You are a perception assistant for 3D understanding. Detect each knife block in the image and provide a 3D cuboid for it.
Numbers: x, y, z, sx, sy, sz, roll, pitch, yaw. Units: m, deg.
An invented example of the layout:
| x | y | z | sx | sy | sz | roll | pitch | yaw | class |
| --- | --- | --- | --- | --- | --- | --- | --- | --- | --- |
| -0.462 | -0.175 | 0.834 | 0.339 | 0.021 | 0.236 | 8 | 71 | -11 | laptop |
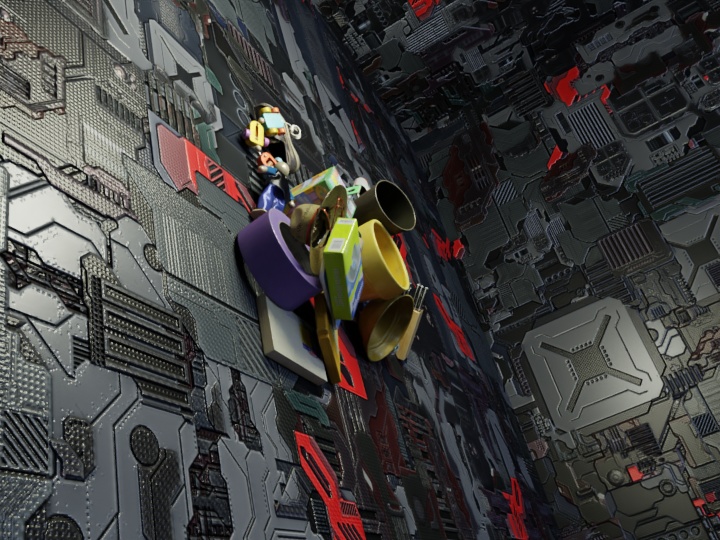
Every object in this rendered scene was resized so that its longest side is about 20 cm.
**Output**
| x | y | z | sx | sy | sz | roll | pitch | yaw | class |
| --- | --- | --- | --- | --- | --- | --- | --- | --- | --- |
| 0.154 | 0.144 | 1.998 | 0.202 | 0.174 | 0.064 | 65 | 17 | 3 | knife block |

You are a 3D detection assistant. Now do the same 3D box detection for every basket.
| x | y | z | sx | sy | sz | roll | pitch | yaw | class |
| --- | --- | --- | --- | --- | --- | --- | --- | --- | --- |
| 0.021 | -0.141 | 1.838 | 0.180 | 0.199 | 0.137 | 25 | 51 | -46 | basket |

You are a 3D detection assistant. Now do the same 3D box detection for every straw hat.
| x | y | z | sx | sy | sz | roll | pitch | yaw | class |
| --- | --- | --- | --- | --- | --- | --- | --- | --- | --- |
| -0.102 | -0.095 | 1.392 | 0.201 | 0.084 | 0.203 | 17 | 90 | -76 | straw hat |

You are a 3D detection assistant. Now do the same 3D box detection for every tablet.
| x | y | z | sx | sy | sz | roll | pitch | yaw | class |
| --- | --- | --- | --- | --- | --- | --- | --- | --- | --- |
| -0.055 | 0.022 | 1.431 | 0.201 | 0.013 | 0.131 | 79 | 20 | -51 | tablet |

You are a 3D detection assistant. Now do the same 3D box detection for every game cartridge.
| x | y | z | sx | sy | sz | roll | pitch | yaw | class |
| --- | --- | --- | --- | --- | --- | --- | --- | --- | --- |
| -0.073 | 0.119 | 1.480 | 0.177 | 0.032 | 0.201 | 78 | 1 | -45 | game cartridge |

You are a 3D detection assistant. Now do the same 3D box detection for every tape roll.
| x | y | z | sx | sy | sz | roll | pitch | yaw | class |
| --- | --- | --- | --- | --- | --- | --- | --- | --- | --- |
| -0.162 | -0.023 | 1.389 | 0.201 | 0.085 | 0.200 | 53 | 12 | -16 | tape roll |

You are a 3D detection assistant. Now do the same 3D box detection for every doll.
| x | y | z | sx | sy | sz | roll | pitch | yaw | class |
| --- | --- | --- | --- | --- | --- | --- | --- | --- | --- |
| -0.200 | -0.186 | 1.543 | 0.137 | 0.048 | 0.201 | 53 | 33 | -35 | doll |

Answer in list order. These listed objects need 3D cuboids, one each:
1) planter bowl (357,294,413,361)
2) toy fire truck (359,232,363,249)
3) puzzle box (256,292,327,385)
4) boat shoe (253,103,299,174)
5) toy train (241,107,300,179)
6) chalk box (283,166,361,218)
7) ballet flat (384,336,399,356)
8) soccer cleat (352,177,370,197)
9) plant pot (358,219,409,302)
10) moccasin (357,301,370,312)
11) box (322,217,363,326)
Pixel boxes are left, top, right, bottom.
| x | y | z | sx | sy | sz | roll | pitch | yaw | class |
| --- | --- | --- | --- | --- | --- | --- | --- | --- | --- |
| 0.052 | 0.136 | 1.780 | 0.083 | 0.202 | 0.200 | 30 | -1 | 29 | planter bowl |
| -0.093 | -0.012 | 1.571 | 0.129 | 0.174 | 0.202 | -73 | 177 | -66 | toy fire truck |
| -0.138 | 0.144 | 1.357 | 0.200 | 0.025 | 0.134 | 44 | 25 | -50 | puzzle box |
| -0.223 | -0.347 | 1.749 | 0.201 | 0.074 | 0.073 | 61 | 16 | -6 | boat shoe |
| -0.230 | -0.315 | 1.667 | 0.150 | 0.055 | 0.201 | 44 | 45 | -24 | toy train |
| -0.092 | -0.170 | 1.662 | 0.125 | 0.199 | 0.125 | 58 | 17 | -16 | chalk box |
| 0.056 | 0.155 | 1.904 | 0.072 | 0.071 | 0.202 | 34 | 36 | -59 | ballet flat |
| 0.036 | -0.246 | 2.425 | 0.201 | 0.068 | 0.085 | 57 | 26 | -11 | soccer cleat |
| 0.000 | 0.000 | 1.713 | 0.201 | 0.188 | 0.202 | 54 | 18 | -27 | plant pot |
| 0.008 | 0.041 | 1.894 | 0.068 | 0.080 | 0.202 | 32 | 45 | -35 | moccasin |
| -0.032 | 0.007 | 1.396 | 0.123 | 0.047 | 0.202 | -70 | 160 | -48 | box |
